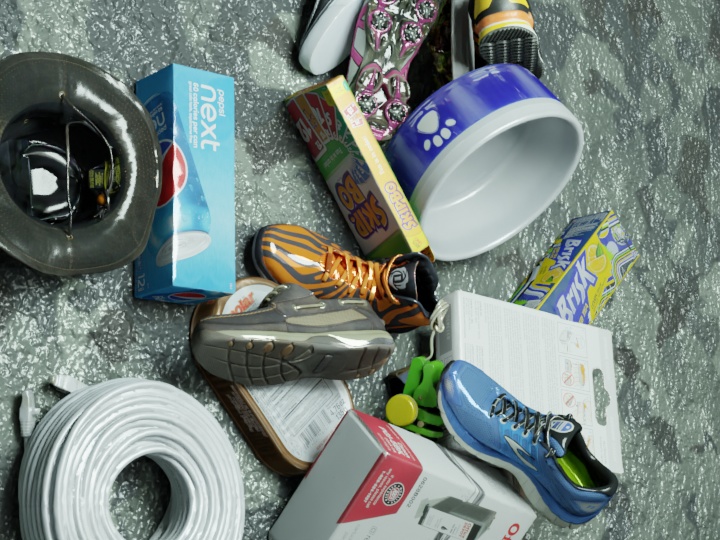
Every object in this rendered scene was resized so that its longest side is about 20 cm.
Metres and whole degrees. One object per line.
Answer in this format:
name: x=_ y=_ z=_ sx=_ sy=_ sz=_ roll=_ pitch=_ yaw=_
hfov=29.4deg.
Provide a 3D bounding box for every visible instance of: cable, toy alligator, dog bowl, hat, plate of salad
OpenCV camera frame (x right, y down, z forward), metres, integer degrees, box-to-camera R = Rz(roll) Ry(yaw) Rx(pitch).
cable: x=-0.182 y=0.187 z=1.122 sx=0.200 sy=0.069 sz=0.200 roll=12 pitch=72 yaw=-40
toy alligator: x=0.061 y=0.129 z=1.301 sx=0.059 sy=0.054 sz=0.200 roll=-4 pitch=119 yaw=-66
dog bowl: x=0.120 y=-0.106 z=1.371 sx=0.200 sy=0.200 sz=0.079 roll=-7 pitch=49 yaw=-42
hat: x=-0.258 y=-0.082 z=1.114 sx=0.200 sy=0.081 sz=0.201 roll=10 pitch=77 yaw=-48
plate of salad: x=0.096 y=-0.230 z=1.439 sx=0.200 sy=0.048 sz=0.201 roll=0 pitch=90 yaw=-81

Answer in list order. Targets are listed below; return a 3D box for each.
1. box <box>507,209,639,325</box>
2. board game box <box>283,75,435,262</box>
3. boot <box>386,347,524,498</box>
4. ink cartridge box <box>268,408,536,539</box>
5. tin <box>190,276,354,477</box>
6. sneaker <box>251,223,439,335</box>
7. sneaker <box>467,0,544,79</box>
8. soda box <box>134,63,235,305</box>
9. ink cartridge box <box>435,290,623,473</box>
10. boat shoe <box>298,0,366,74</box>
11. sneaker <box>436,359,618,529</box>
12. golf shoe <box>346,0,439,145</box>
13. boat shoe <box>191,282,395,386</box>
box: x=0.232 y=0.019 z=1.536 sx=0.200 sy=0.064 sz=0.070 roll=-47 pitch=111 yaw=-37
board game box: x=-0.001 y=-0.088 z=1.332 sx=0.030 sy=0.095 sz=0.200 roll=-36 pitch=104 yaw=-25
boot: x=0.093 y=0.175 z=1.379 sx=0.097 sy=0.075 sz=0.200 roll=-14 pitch=79 yaw=-33
ink cartridge box: x=0.041 y=0.233 z=1.258 sx=0.200 sy=0.083 sz=0.147 roll=26 pitch=100 yaw=-34
tin: x=-0.076 y=0.097 z=1.262 sx=0.200 sy=0.042 sz=0.112 roll=58 pitch=45 yaw=-15
sneaker: x=0.000 y=0.000 z=1.300 sx=0.200 sy=0.112 sz=0.078 roll=25 pitch=64 yaw=-35
sneaker: x=0.143 y=-0.243 z=1.371 sx=0.200 sy=0.070 sz=0.090 roll=53 pitch=29 yaw=-80
soda box: x=-0.155 y=-0.074 z=1.213 sx=0.068 sy=0.064 sz=0.200 roll=9 pitch=73 yaw=-40
ink cartridge box: x=0.168 y=0.119 z=1.378 sx=0.200 sy=0.050 sz=0.161 roll=15 pitch=62 yaw=-30
boat shoe: x=-0.016 y=-0.289 z=1.388 sx=0.200 sy=0.068 sz=0.072 roll=-58 pitch=160 yaw=-11
sneaker: x=0.158 y=0.148 z=1.267 sx=0.200 sy=0.089 sz=0.079 roll=40 pitch=48 yaw=-3
golf shoe: x=0.020 y=-0.219 z=1.374 sx=0.072 sy=0.092 sz=0.200 roll=20 pitch=79 yaw=-16
boat shoe: x=-0.064 y=0.055 z=1.222 sx=0.200 sy=0.075 sz=0.073 roll=6 pitch=50 yaw=-36
